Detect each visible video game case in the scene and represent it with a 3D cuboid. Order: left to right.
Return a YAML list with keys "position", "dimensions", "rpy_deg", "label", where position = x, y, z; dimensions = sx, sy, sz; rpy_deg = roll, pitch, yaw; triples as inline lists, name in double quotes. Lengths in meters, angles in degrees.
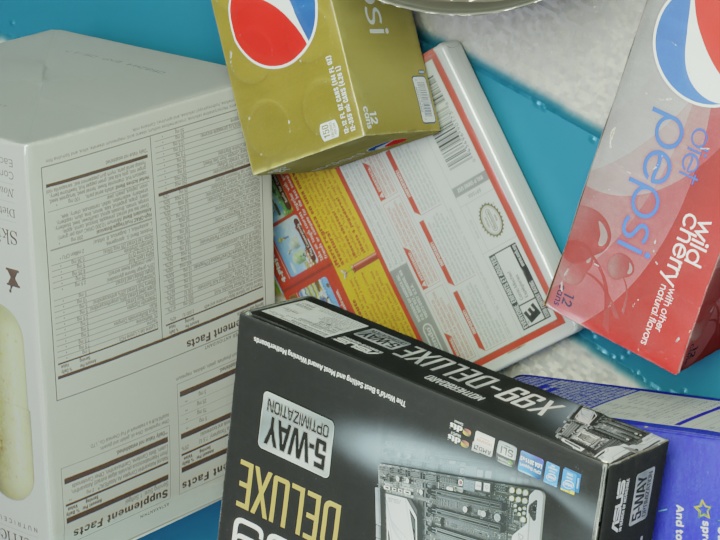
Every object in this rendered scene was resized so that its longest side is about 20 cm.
- position: [0.000, 0.000, 1.063]
  dimensions: [0.199, 0.017, 0.144]
  rpy_deg: [-29, 84, 35]
  label: "video game case"

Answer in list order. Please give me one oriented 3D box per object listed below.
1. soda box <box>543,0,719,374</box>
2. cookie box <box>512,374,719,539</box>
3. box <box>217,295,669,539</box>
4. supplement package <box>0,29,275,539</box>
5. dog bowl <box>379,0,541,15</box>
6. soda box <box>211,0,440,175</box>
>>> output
- position: [0.145, -0.064, 0.921]
  dimensions: [0.070, 0.063, 0.201]
  rpy_deg: [28, 115, 24]
  label: "soda box"
- position: [0.137, 0.142, 0.966]
  dimensions: [0.199, 0.075, 0.173]
  rpy_deg: [6, 103, 34]
  label: "cookie box"
- position: [0.027, 0.116, 0.963]
  dimensions: [0.199, 0.050, 0.159]
  rpy_deg: [22, 113, 36]
  label: "box"
- position: [-0.143, 0.008, 1.058]
  dimensions: [0.151, 0.150, 0.202]
  rpy_deg: [15, 115, 39]
  label: "supplement package"
- position: [0.045, -0.202, 0.922]
  dimensions: [0.198, 0.059, 0.202]
  rpy_deg: [0, 91, 12]
  label: "dog bowl"
- position: [-0.029, -0.148, 1.009]
  dimensions: [0.067, 0.064, 0.202]
  rpy_deg: [-17, 85, 36]
  label: "soda box"
